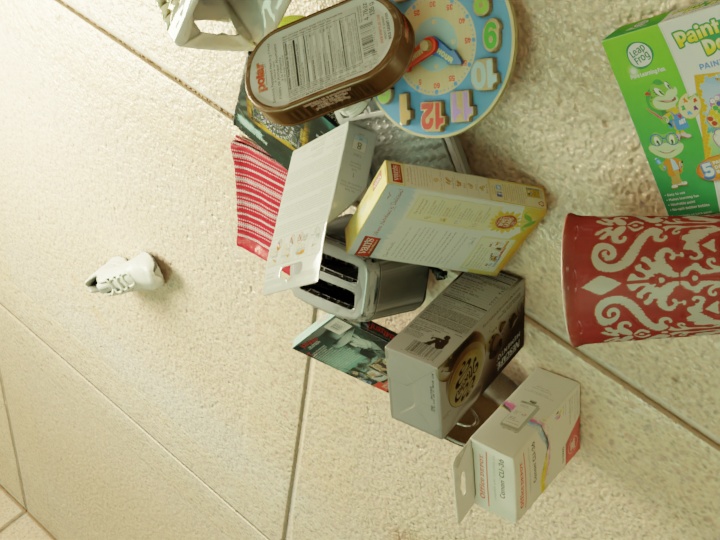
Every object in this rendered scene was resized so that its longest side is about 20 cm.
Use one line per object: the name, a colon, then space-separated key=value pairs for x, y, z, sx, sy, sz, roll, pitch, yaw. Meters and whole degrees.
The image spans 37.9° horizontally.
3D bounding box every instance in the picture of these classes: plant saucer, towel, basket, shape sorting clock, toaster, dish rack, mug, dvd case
plant saucer: x=0.141 y=0.186 z=1.434 sx=0.199 sy=0.032 sz=0.201 roll=21 pitch=144 yaw=17
towel: x=-0.136 y=-0.090 z=1.559 sx=0.144 sy=0.022 sz=0.201 roll=29 pitch=138 yaw=27
basket: x=-0.148 y=-0.368 z=1.206 sx=0.200 sy=0.135 sz=0.124 roll=-53 pitch=57 yaw=38
shape sorting clock: x=0.080 y=-0.244 z=1.133 sx=0.199 sy=0.039 sz=0.202 roll=10 pitch=107 yaw=36
toaster: x=0.000 y=0.000 z=1.375 sx=0.199 sy=0.129 sz=0.115 roll=22 pitch=114 yaw=35
dish rack: x=0.059 y=-0.155 z=1.274 sx=0.171 sy=0.043 sz=0.201 roll=-1 pitch=118 yaw=47
mug: x=0.310 y=-0.005 z=1.041 sx=0.198 sy=0.178 sz=0.134 roll=-3 pitch=116 yaw=20
dvd case: x=0.020 y=0.120 z=1.482 sx=0.199 sy=0.022 sz=0.146 roll=25 pitch=148 yaw=-18

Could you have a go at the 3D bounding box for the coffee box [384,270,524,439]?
coffee box: x=0.119 y=0.093 z=1.280 sx=0.079 sy=0.200 sz=0.114 roll=20 pitch=132 yaw=31

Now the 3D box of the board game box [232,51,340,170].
board game box: x=-0.086 y=-0.191 z=1.414 sx=0.200 sy=0.028 sz=0.136 roll=42 pitch=143 yaw=14

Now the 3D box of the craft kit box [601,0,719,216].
craft kit box: x=0.345 y=-0.153 z=0.966 sx=0.199 sy=0.048 sz=0.199 roll=-8 pitch=111 yaw=50

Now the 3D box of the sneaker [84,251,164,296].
sneaker: x=-0.428 y=0.018 z=1.912 sx=0.199 sy=0.087 sz=0.075 roll=-8 pitch=112 yaw=49

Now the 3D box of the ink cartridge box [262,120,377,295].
ink cartridge box: x=-0.052 y=-0.068 z=1.288 sx=0.047 sy=0.202 sz=0.160 roll=17 pitch=165 yaw=-26

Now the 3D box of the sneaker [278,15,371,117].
sneaker: x=-0.063 y=-0.259 z=1.242 sx=0.200 sy=0.090 sz=0.078 roll=43 pitch=106 yaw=42

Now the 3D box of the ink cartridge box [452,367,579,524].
ink cartridge box: x=0.197 y=0.229 z=1.308 sx=0.067 sy=0.200 sz=0.117 roll=20 pitch=134 yaw=36

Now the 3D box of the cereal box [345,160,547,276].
cereal box: x=0.096 y=-0.057 z=1.211 sx=0.198 sy=0.040 sz=0.144 roll=9 pitch=146 yaw=-18

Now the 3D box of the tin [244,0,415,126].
tin: x=-0.037 y=-0.231 z=1.144 sx=0.199 sy=0.113 sz=0.042 roll=-18 pitch=152 yaw=22
